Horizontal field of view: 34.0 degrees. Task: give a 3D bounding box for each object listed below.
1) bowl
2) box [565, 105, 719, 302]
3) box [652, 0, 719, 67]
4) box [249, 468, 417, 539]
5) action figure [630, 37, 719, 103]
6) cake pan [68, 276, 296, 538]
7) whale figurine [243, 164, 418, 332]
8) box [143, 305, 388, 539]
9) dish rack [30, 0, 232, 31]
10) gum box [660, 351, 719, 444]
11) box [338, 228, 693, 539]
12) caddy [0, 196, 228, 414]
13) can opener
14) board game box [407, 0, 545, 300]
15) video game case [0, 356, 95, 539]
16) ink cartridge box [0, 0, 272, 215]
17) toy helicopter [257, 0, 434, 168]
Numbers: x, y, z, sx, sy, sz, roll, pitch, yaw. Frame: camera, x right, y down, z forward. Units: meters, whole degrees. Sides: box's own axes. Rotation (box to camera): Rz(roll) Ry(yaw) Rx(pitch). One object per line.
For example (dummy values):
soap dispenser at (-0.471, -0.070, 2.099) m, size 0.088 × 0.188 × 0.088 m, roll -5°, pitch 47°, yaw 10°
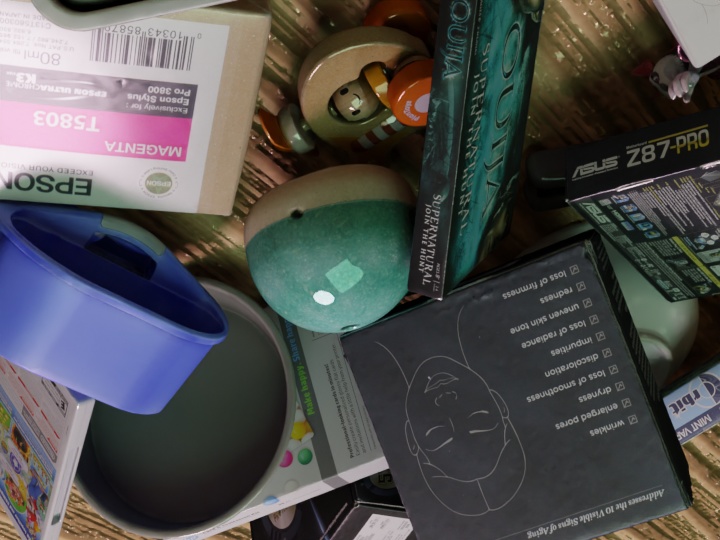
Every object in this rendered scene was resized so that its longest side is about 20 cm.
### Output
bowl at (0.209, 0.058, 1.013) m, size 0.198 × 0.091 × 0.203 m, roll -6°, pitch 133°, yaw -7°
box at (0.260, -0.044, 0.849) m, size 0.160 × 0.050 × 0.199 m, roll -12°, pitch 150°, yaw 34°
box at (0.215, -0.254, 0.704) m, size 0.151 × 0.107 × 0.200 m, roll -30°, pitch 133°, yaw 16°
box at (-0.022, 0.201, 1.044) m, size 0.085 × 0.165 × 0.201 m, roll 13°, pitch 130°, yaw -24°
action figure at (0.275, -0.172, 0.807) m, size 0.198 × 0.151 × 0.133 m, roll -13°, pitch 158°, yaw 36°
cake pan at (-0.140, 0.106, 0.921) m, size 0.198 × 0.203 × 0.037 m, roll -21°, pitch 161°, yaw 8°
whale figurine at (0.000, 0.000, 0.855) m, size 0.157 × 0.105 × 0.200 m, roll -17°, pitch 159°, yaw 18°
box at (-0.079, 0.114, 0.952) m, size 0.198 × 0.158 × 0.041 m, roll -22°, pitch 154°, yaw 10°
dish rack at (-0.100, -0.234, 0.656) m, size 0.197 × 0.044 × 0.174 m, roll -12°, pitch 101°, yaw -1°
gum box at (0.310, 0.103, 1.033) m, size 0.169 × 0.045 × 0.199 m, roll -36°, pitch 169°, yaw 21°
box at (0.117, 0.099, 0.876) m, size 0.198 × 0.124 × 0.199 m, roll -21°, pitch 90°, yaw 16°
caddy at (-0.186, 0.010, 0.835) m, size 0.199 × 0.142 × 0.105 m, roll 29°, pitch 103°, yaw -34°
can opener at (0.227, -0.070, 0.906) m, size 0.197 × 0.068 × 0.054 m, roll -10°, pitch 145°, yaw -3°
board game box at (0.079, -0.098, 0.775) m, size 0.028 × 0.135 × 0.203 m, roll 16°, pitch 118°, yaw 22°
video game case at (-0.267, 0.118, 0.931) m, size 0.018 × 0.143 × 0.201 m, roll -17°, pitch 144°, yaw -40°
ink cartridge box at (-0.168, -0.125, 0.763) m, size 0.197 × 0.076 × 0.166 m, roll 2°, pitch 131°, yaw -16°
toy helicopter at (-0.005, -0.092, 0.836) m, size 0.130 × 0.080 × 0.201 m, roll -15°, pitch 147°, yaw -7°
